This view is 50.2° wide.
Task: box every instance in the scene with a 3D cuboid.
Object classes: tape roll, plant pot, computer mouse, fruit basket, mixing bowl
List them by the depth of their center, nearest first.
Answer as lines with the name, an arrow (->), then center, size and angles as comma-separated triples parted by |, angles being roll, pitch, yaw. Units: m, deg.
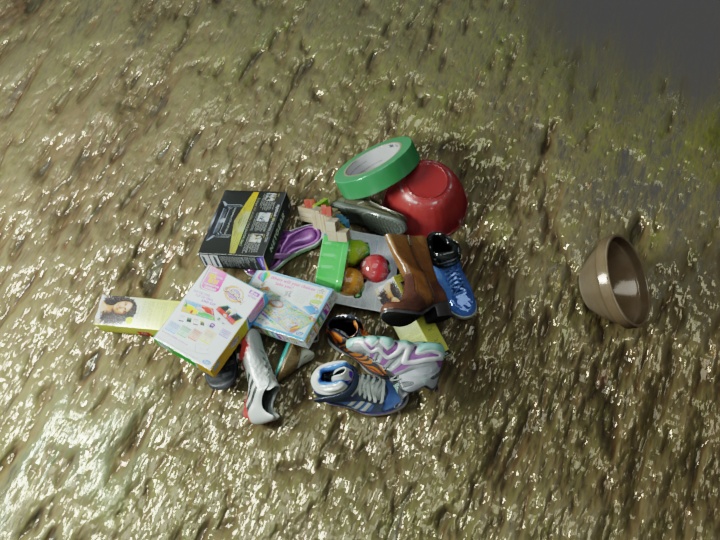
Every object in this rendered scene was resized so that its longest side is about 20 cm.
plant pot -> 0.530, 0.030, 1.637 | 0.093, 0.201, 0.201 | -17, 57, 41
computer mouse -> -0.279, 0.166, 1.670 | 0.140, 0.046, 0.200 | -23, 54, -3
fruit basket -> 0.000, 0.000, 1.720 | 0.200, 0.094, 0.185 | 12, 66, -9
tape roll -> 0.037, -0.236, 1.766 | 0.200, 0.048, 0.200 | -24, 24, 12
mixing bowl -> 0.150, -0.181, 1.770 | 0.200, 0.108, 0.200 | -1, 64, 3

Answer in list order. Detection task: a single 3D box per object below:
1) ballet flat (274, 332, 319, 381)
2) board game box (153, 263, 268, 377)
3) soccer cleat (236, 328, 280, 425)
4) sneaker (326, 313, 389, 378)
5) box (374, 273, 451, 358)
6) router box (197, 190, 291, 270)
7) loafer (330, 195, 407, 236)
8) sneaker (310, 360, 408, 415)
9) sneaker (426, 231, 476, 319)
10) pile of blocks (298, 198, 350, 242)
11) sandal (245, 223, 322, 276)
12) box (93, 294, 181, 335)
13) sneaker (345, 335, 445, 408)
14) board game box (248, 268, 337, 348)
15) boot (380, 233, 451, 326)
ballet flat -> -0.128, 0.152, 1.664 | 0.072, 0.068, 0.200 | 18, 62, -10
board game box -> -0.310, 0.102, 1.607 | 0.153, 0.040, 0.200 | 26, 67, 19
soccer cleat -> -0.206, 0.220, 1.602 | 0.085, 0.069, 0.200 | -9, 78, 30
sneaker -> 0.011, 0.159, 1.618 | 0.200, 0.112, 0.078 | 22, 69, 13
box -> 0.110, 0.109, 1.629 | 0.050, 0.075, 0.200 | -20, 76, -42
router box -> -0.260, -0.095, 1.748 | 0.157, 0.052, 0.200 | 4, 52, 15
loafer -> 0.026, -0.138, 1.762 | 0.200, 0.075, 0.070 | 21, 60, 27
sneaker -> -0.002, 0.237, 1.564 | 0.200, 0.146, 0.081 | 6, 66, 6
sneaker -> 0.195, 0.006, 1.679 | 0.077, 0.111, 0.200 | -20, 66, -6
pile of blocks -> -0.071, -0.128, 1.727 | 0.082, 0.062, 0.200 | -21, 32, -23
sandal -> -0.181, -0.058, 1.763 | 0.203, 0.050, 0.082 | -30, 67, -10
box -> -0.476, 0.102, 1.689 | 0.200, 0.050, 0.075 | 3, 66, 10
sneaker -> 0.065, 0.204, 1.536 | 0.200, 0.078, 0.140 | 6, 84, 2
board game box -> -0.166, 0.078, 1.642 | 0.200, 0.034, 0.135 | 15, 62, 28
boot -> 0.093, 0.010, 1.579 | 0.188, 0.068, 0.200 | -4, 67, -34
